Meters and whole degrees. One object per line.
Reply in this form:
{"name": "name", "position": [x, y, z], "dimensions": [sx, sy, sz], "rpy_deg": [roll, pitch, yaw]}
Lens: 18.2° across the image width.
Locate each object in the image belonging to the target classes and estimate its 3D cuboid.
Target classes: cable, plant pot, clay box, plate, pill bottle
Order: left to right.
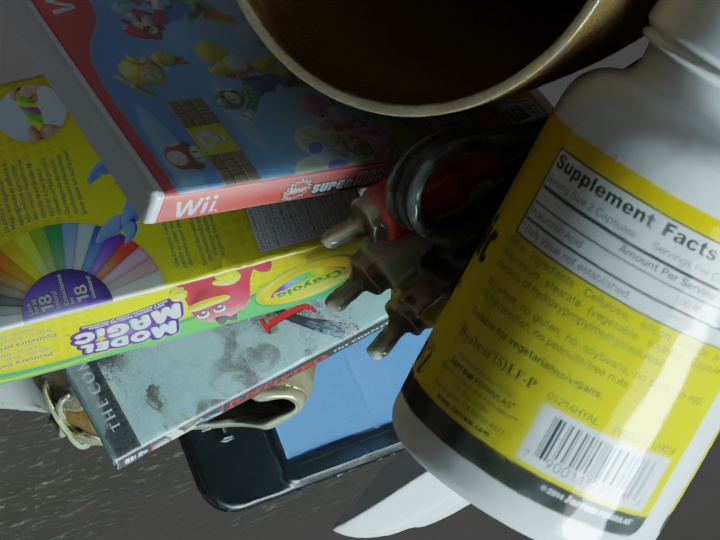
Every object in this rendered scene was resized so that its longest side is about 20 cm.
{"name": "clay box", "position": [-0.106, -0.025, 0.909], "dimensions": [0.200, 0.115, 0.048], "rpy_deg": [-15, 151, -10]}
{"name": "cable", "position": [0.066, -0.050, 0.879], "dimensions": [0.200, 0.050, 0.097], "rpy_deg": [-41, 141, -18]}
{"name": "plate", "position": [0.095, 0.077, 1.232], "dimensions": [0.200, 0.032, 0.200], "rpy_deg": [-32, -179, 20]}
{"name": "plant pot", "position": [0.073, -0.157, 0.889], "dimensions": [0.200, 0.186, 0.186], "rpy_deg": [-8, 142, -55]}
{"name": "pill bottle", "position": [0.103, -0.004, 0.819], "dimensions": [0.111, 0.111, 0.200], "rpy_deg": [13, 110, -52]}

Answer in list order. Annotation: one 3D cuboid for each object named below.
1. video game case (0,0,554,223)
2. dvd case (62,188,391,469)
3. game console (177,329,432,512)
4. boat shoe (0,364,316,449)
{"name": "video game case", "position": [-0.031, -0.085, 0.896], "dimensions": [0.200, 0.143, 0.017], "rpy_deg": [-11, 141, -35]}
{"name": "dvd case", "position": [-0.050, -0.025, 0.966], "dimensions": [0.200, 0.146, 0.022], "rpy_deg": [-27, 171, -11]}
{"name": "game console", "position": [0.000, 0.000, 1.072], "dimensions": [0.200, 0.173, 0.119], "rpy_deg": [-19, 172, -20]}
{"name": "boat shoe", "position": [-0.117, 0.039, 0.992], "dimensions": [0.200, 0.069, 0.075], "rpy_deg": [-8, 146, 9]}
